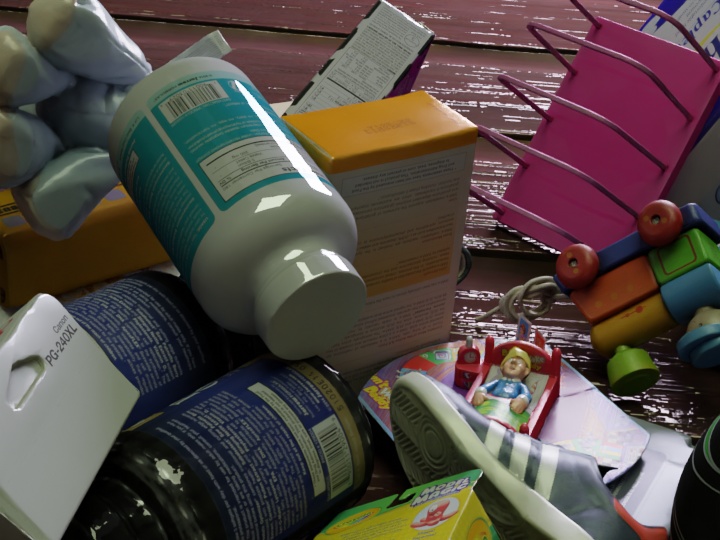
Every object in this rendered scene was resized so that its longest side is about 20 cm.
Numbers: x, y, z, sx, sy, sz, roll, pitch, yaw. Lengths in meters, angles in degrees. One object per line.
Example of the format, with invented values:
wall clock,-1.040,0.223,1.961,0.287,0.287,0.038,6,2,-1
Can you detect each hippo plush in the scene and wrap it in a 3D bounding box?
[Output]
hippo plush,-0.208,-0.135,1.042,0.199,0.161,0.161,-30,30,-16

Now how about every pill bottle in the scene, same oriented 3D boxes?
pill bottle,-0.154,0.067,0.942,0.111,0.113,0.199,26,37,34
pill bottle,-0.074,-0.037,0.918,0.110,0.112,0.200,-14,48,-29
pill bottle,-0.092,0.131,0.854,0.111,0.113,0.199,25,35,33

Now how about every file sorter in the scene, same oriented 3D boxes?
file sorter,0.184,-0.122,1.209,0.138,0.201,0.125,29,1,37

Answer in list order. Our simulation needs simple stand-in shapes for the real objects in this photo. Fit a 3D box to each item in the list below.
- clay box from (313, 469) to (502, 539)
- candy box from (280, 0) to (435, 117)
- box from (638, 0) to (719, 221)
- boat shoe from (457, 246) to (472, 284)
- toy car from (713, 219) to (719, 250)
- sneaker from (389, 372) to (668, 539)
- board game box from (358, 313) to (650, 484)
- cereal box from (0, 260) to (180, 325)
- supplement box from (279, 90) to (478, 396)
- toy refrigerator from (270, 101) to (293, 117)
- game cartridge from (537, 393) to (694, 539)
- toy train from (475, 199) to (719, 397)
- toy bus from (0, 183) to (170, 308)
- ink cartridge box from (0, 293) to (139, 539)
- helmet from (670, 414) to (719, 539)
clay box,0.004,0.189,0.775,0.114,0.048,0.200,-22,17,31
candy box,-0.023,-0.108,1.190,0.061,0.137,0.201,32,54,5
box,0.317,-0.156,1.316,0.104,0.184,0.201,29,20,-25
boat shoe,0.000,0.000,1.133,0.199,0.076,0.060,-19,31,-33
toy car,0.346,-0.033,1.102,0.175,0.202,0.185,1,29,-11
sneaker,0.099,0.124,0.865,0.084,0.076,0.200,-20,47,-32
board game box,0.093,0.080,0.972,0.156,0.039,0.200,-12,29,-22
cereal box,-0.202,0.016,1.115,0.143,0.040,0.200,16,32,20
supplement box,0.003,-0.014,1.030,0.125,0.202,0.073,-14,35,-32
toy refrigerator,-0.077,-0.100,1.309,0.198,0.071,0.076,-11,40,-24
game cartridge,0.134,0.151,0.926,0.132,0.041,0.200,21,33,21
toy train,0.185,0.044,1.084,0.084,0.199,0.117,29,39,-50
toy bus,-0.192,-0.038,1.102,0.199,0.066,0.078,-18,37,-33
ink cartridge box,-0.225,0.122,0.766,0.083,0.199,0.146,47,26,-15
helmet,0.269,0.142,0.803,0.197,0.203,0.191,0,7,-7
